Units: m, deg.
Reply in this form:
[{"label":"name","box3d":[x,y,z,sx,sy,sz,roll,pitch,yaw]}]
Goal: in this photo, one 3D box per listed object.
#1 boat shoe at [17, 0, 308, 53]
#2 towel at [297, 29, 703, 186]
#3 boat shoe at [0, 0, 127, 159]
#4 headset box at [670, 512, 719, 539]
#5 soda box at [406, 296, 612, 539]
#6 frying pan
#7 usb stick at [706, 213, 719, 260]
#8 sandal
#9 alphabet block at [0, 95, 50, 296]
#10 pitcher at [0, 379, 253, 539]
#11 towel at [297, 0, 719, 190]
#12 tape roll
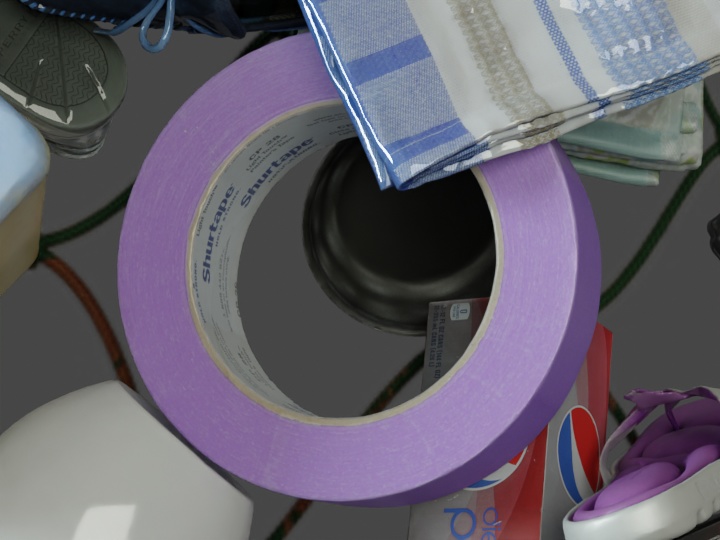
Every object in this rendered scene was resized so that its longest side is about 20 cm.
[{"label":"boat shoe","box3d":[-0.057,-0.138,0.980,0.200,0.069,0.084,-8,122,6]},{"label":"towel","box3d":[0.075,-0.139,1.099,0.200,0.048,0.171,11,75,-7]},{"label":"boat shoe","box3d":[-0.196,-0.121,1.043,0.202,0.065,0.074,33,65,0]},{"label":"headset box","box3d":[0.123,0.214,0.925,0.149,0.075,0.200,-16,85,-38]},{"label":"soda box","box3d":[0.065,0.114,1.016,0.070,0.063,0.200,-4,70,30]},{"label":"frying pan","box3d":[0.048,-0.056,1.046,0.115,0.031,0.190,26,106,-17]},{"label":"usb stick","box3d":[0.243,0.044,1.099,0.055,0.033,0.200,-38,88,-7]},{"label":"sandal","box3d":[0.135,0.073,0.992,0.082,0.203,0.050,-19,94,18]},{"label":"alphabet block","box3d":[-0.259,-0.025,0.943,0.196,0.200,0.195,44,75,0]},{"label":"pitcher","box3d":[-0.159,0.130,0.982,0.172,0.121,0.200,41,87,16]},{"label":"towel","box3d":[0.073,-0.127,0.947,0.200,0.024,0.147,-21,77,-11]},{"label":"tape roll","box3d":[0.000,0.000,0.984,0.200,0.066,0.200,-2,81,16]}]
